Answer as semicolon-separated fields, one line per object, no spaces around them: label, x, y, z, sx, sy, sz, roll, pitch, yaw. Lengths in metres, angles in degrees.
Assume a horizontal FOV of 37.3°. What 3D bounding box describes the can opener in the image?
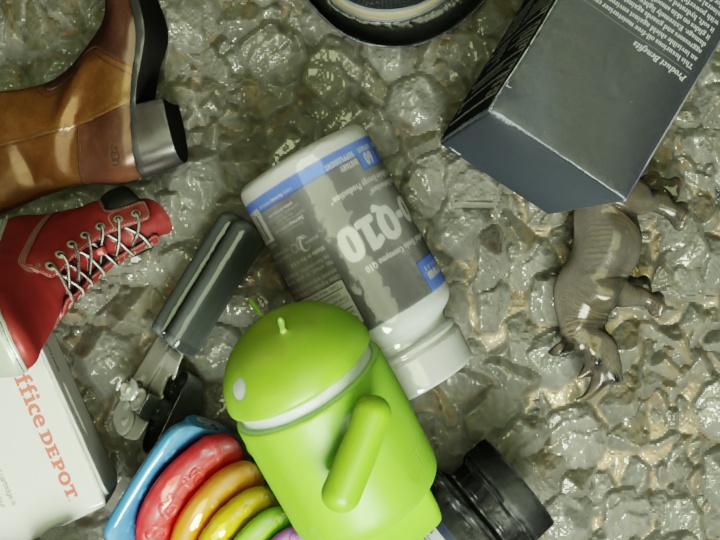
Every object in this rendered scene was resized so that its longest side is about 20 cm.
can opener;-0.136;0.050;0.857;0.066;0.052;0.202;28;89;-39

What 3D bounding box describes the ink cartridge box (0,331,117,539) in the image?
ink cartridge box;-0.305;0.147;0.817;0.198;0.084;0.147;-25;92;-5

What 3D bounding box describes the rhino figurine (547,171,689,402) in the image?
rhino figurine;0.203;0.010;0.876;0.086;0.060;0.203;15;90;-8

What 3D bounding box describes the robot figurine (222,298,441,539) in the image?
robot figurine;-0.021;0.110;0.751;0.115;0.175;0.202;-33;107;-17

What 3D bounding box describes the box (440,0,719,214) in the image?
box;0.172;-0.158;0.805;0.122;0.200;0.200;33;88;-5

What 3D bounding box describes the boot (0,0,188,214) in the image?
boot;-0.248;-0.147;0.849;0.197;0.068;0.191;-13;90;7

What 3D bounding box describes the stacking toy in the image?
stacking toy;-0.080;0.207;0.786;0.199;0.116;0.110;35;89;25

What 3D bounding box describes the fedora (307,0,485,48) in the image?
fedora;0.037;-0.281;0.845;0.197;0.092;0.204;0;90;-5

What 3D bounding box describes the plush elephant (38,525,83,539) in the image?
plush elephant;-0.240;0.280;0.788;0.162;0.200;0.157;-17;77;2

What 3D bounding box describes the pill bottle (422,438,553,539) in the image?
pill bottle;0.051;0.230;0.835;0.199;0.112;0.112;-40;93;-4

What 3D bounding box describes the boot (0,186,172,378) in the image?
boot;-0.206;-0.003;0.775;0.142;0.200;0.073;-17;118;-5

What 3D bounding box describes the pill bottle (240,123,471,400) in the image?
pill bottle;0.000;0.000;0.830;0.113;0.114;0.202;-29;93;-5
